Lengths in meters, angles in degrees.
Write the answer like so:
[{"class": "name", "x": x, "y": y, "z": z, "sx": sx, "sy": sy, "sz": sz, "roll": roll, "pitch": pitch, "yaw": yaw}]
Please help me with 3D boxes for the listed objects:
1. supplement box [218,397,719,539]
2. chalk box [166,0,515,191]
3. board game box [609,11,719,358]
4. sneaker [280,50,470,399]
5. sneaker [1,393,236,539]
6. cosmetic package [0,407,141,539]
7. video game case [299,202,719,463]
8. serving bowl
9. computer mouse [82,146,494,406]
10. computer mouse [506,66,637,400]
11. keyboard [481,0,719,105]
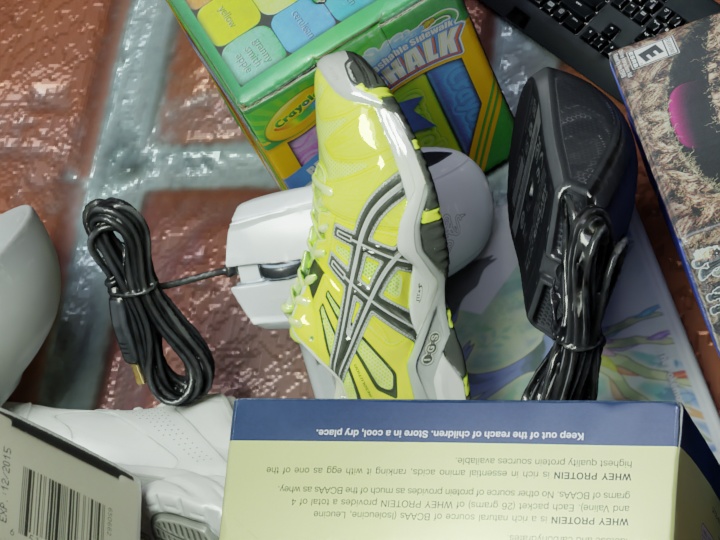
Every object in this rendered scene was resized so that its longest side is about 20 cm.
[{"class": "supplement box", "x": 0.048, "y": 0.168, "z": 1.039, "sx": 0.200, "sy": 0.134, "sz": 0.200, "roll": -1, "pitch": 71, "yaw": 18}, {"class": "chalk box", "x": -0.019, "y": -0.121, "z": 1.207, "sx": 0.124, "sy": 0.200, "sz": 0.125, "roll": -32, "pitch": 55, "yaw": -1}, {"class": "board game box", "x": 0.235, "y": -0.057, "z": 1.122, "sx": 0.200, "sy": 0.097, "sz": 0.160, "roll": -20, "pitch": 36, "yaw": 6}, {"class": "sneaker", "x": 0.000, "y": 0.000, "z": 1.116, "sx": 0.076, "sy": 0.200, "sz": 0.075, "roll": -12, "pitch": 13, "yaw": -5}, {"class": "sneaker", "x": -0.102, "y": 0.097, "z": 1.195, "sx": 0.200, "sy": 0.078, "sz": 0.099, "roll": 15, "pitch": 41, "yaw": 32}, {"class": "cosmetic package", "x": -0.205, "y": 0.146, "z": 1.128, "sx": 0.200, "sy": 0.103, "sz": 0.087, "roll": -25, "pitch": 50, "yaw": 33}, {"class": "video game case", "x": 0.072, "y": 0.060, "z": 1.179, "sx": 0.182, "sy": 0.022, "sz": 0.200, "roll": -21, "pitch": 56, "yaw": 5}, {"class": "serving bowl", "x": -0.222, "y": 0.055, "z": 1.212, "sx": 0.200, "sy": 0.066, "sz": 0.200, "roll": -35, "pitch": 13, "yaw": 10}, {"class": "computer mouse", "x": -0.026, "y": -0.008, "z": 1.168, "sx": 0.200, "sy": 0.110, "sz": 0.044, "roll": -18, "pitch": 18, "yaw": -10}, {"class": "computer mouse", "x": 0.104, "y": -0.018, "z": 1.138, "sx": 0.053, "sy": 0.139, "sz": 0.200, "roll": 5, "pitch": 39, "yaw": -6}, {"class": "keyboard", "x": 0.115, "y": -0.172, "z": 1.291, "sx": 0.104, "sy": 0.040, "sz": 0.200, "roll": -44, "pitch": 58, "yaw": -9}]
